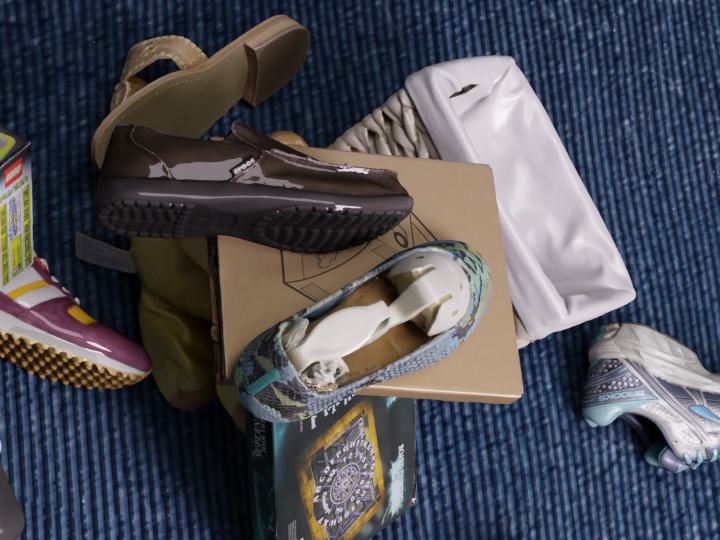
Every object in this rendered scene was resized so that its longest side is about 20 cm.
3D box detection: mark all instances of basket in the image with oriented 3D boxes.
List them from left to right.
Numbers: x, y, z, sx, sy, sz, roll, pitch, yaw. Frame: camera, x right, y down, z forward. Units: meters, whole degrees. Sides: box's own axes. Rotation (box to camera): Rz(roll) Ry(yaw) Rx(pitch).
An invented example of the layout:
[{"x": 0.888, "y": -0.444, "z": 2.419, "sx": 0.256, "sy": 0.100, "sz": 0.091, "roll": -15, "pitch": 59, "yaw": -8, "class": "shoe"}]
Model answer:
[{"x": 0.077, "y": -0.033, "z": 1.641, "sx": 0.136, "sy": 0.123, "sz": 0.200, "roll": -15, "pitch": 75, "yaw": -59, "class": "basket"}]

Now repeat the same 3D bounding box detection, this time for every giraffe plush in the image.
[{"x": -0.066, "y": -0.005, "z": 1.586, "sx": 0.200, "sy": 0.173, "sz": 0.162, "roll": 35, "pitch": 40, "yaw": 30, "class": "giraffe plush"}]

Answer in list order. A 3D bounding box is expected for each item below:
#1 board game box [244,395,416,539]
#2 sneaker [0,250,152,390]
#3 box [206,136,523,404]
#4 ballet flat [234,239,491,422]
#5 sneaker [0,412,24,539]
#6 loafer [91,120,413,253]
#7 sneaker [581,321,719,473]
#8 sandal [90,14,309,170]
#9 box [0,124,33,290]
[{"x": -0.017, "y": 0.110, "z": 1.532, "sx": 0.028, "sy": 0.200, "sz": 0.135, "roll": 31, "pitch": 48, "yaw": 32, "class": "board game box"}, {"x": -0.220, "y": 0.010, "z": 1.530, "sx": 0.200, "sy": 0.075, "sz": 0.090, "roll": 23, "pitch": 68, "yaw": -18, "class": "sneaker"}, {"x": 0.000, "y": 0.000, "z": 1.471, "sx": 0.200, "sy": 0.021, "sz": 0.164, "roll": 5, "pitch": 65, "yaw": -23, "class": "box"}, {"x": 0.015, "y": 0.030, "z": 1.411, "sx": 0.200, "sy": 0.074, "sz": 0.074, "roll": -32, "pitch": 87, "yaw": -33, "class": "ballet flat"}, {"x": -0.254, "y": 0.081, "z": 1.457, "sx": 0.200, "sy": 0.088, "sz": 0.074, "roll": 57, "pitch": 15, "yaw": -13, "class": "sneaker"}, {"x": -0.061, "y": -0.058, "z": 1.410, "sx": 0.200, "sy": 0.073, "sz": 0.071, "roll": 5, "pitch": 67, "yaw": -23, "class": "loafer"}, {"x": 0.248, "y": 0.115, "z": 1.731, "sx": 0.200, "sy": 0.078, "sz": 0.086, "roll": 24, "pitch": 74, "yaw": -8, "class": "sneaker"}, {"x": -0.131, "y": -0.132, "z": 1.646, "sx": 0.070, "sy": 0.078, "sz": 0.212, "roll": 34, "pitch": 46, "yaw": 26, "class": "sandal"}, {"x": -0.289, "y": -0.080, "z": 1.463, "sx": 0.200, "sy": 0.110, "sz": 0.035, "roll": 31, "pitch": 53, "yaw": 20, "class": "box"}]
